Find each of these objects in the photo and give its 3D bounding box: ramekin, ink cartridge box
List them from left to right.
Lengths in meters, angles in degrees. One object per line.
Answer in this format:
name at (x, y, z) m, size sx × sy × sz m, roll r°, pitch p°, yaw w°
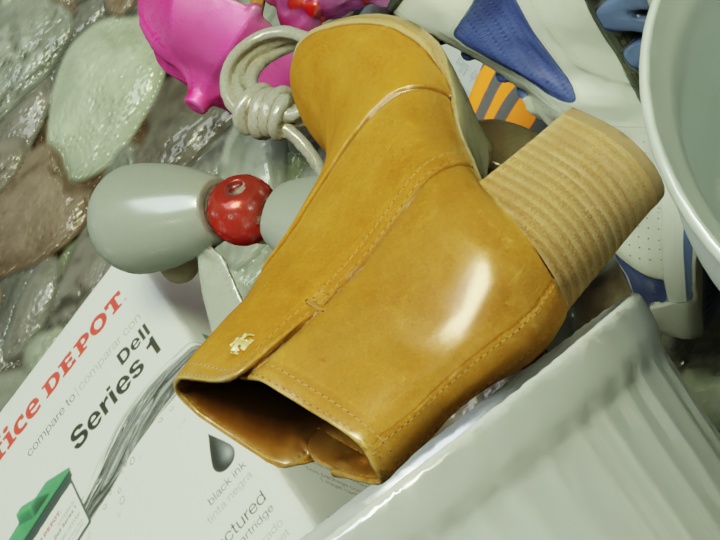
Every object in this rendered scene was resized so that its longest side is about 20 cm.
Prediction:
ink cartridge box at (-0.073, 0.107, 1.019) m, size 0.146 × 0.084 × 0.200 m, roll -52°, pitch 41°, yaw 11°
ramekin at (0.038, 0.105, 0.812) m, size 0.200 × 0.200 × 0.098 m, roll -38°, pitch 88°, yaw 26°

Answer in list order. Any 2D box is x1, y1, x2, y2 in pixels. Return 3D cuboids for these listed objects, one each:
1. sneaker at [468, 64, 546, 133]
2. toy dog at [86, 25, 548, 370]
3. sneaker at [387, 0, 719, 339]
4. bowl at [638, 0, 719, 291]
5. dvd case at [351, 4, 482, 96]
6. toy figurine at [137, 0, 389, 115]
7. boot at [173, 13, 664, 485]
sneaker at (0.087, -0.107, 0.938) m, size 0.078 × 0.112 × 0.200 m, roll 40°, pitch 101°, yaw 23°
toy dog at (0.000, 0.000, 0.958) m, size 0.132 × 0.096 × 0.200 m, roll -44°, pitch 43°, yaw -17°
sneaker at (0.077, -0.079, 0.871) m, size 0.115 × 0.199 × 0.081 m, roll 17°, pitch 51°, yaw 34°
bowl at (0.181, -0.030, 0.792) m, size 0.201 × 0.090 × 0.201 m, roll 0°, pitch 58°, yaw 0°
dvd case at (0.068, -0.123, 1.053) m, size 0.200 × 0.018 × 0.143 m, roll -53°, pitch 41°, yaw 11°
toy figurine at (-0.027, -0.151, 1.093) m, size 0.200 × 0.150 × 0.184 m, roll -17°, pitch 60°, yaw 17°
boot at (-0.010, -0.009, 0.828) m, size 0.144 × 0.071 × 0.201 m, roll -41°, pitch 33°, yaw -17°
